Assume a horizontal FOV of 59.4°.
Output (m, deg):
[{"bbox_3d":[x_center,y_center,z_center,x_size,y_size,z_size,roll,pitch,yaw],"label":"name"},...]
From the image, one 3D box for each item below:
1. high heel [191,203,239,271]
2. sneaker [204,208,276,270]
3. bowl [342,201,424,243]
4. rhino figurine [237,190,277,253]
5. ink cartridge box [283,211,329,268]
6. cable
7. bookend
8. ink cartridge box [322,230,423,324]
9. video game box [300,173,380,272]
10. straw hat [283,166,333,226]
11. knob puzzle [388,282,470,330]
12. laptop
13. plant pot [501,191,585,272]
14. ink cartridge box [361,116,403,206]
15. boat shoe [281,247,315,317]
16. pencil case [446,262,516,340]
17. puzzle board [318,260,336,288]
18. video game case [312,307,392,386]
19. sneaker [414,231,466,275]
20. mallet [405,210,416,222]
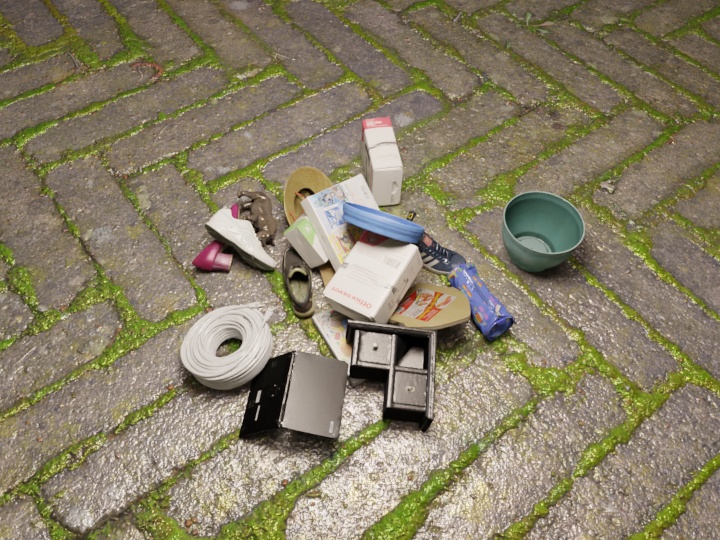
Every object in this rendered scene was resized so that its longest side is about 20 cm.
[{"bbox_3d":[-0.362,-0.091,1.601,0.095,0.068,0.201,10,56,-9],"label":"high heel"},{"bbox_3d":[-0.281,-0.077,1.553,0.200,0.070,0.081,39,64,-13],"label":"sneaker"},{"bbox_3d":[0.050,-0.111,1.468,0.199,0.040,0.201,18,10,-3],"label":"bowl"},{"bbox_3d":[-0.263,-0.127,1.640,0.087,0.060,0.201,-7,57,-18],"label":"rhino figurine"},{"bbox_3d":[-0.087,-0.114,1.591,0.117,0.067,0.200,51,50,-15],"label":"ink cartridge box"},{"bbox_3d":[-0.294,0.167,1.401,0.198,0.069,0.201,-1,50,13],"label":"cable"},{"bbox_3d":[0.057,0.224,1.356,0.198,0.092,0.200,8,60,-2],"label":"bookend"},{"bbox_3d":[0.030,0.019,1.448,0.146,0.083,0.201,24,69,28],"label":"ink cartridge box"},{"bbox_3d":[-0.027,-0.115,1.554,0.182,0.047,0.201,-28,92,-37],"label":"video game box"},{"bbox_3d":[-0.154,-0.166,1.651,0.085,0.201,0.202,-11,39,44],"label":"straw hat"},{"bbox_3d":[0.166,0.095,1.461,0.218,0.031,0.220,-7,25,3],"label":"knob puzzle"},{"bbox_3d":[-0.141,0.274,1.346,0.199,0.103,0.178,-22,43,34],"label":"laptop"},{"bbox_3d":[0.446,-0.081,1.593,0.198,0.135,0.202,1,54,-1],"label":"plant pot"},{"bbox_3d":[0.056,-0.296,1.725,0.084,0.146,0.201,-7,53,-7],"label":"ink cartridge box"},{"bbox_3d":[-0.150,0.017,1.535,0.071,0.066,0.202,-9,54,-9],"label":"boat shoe"},{"bbox_3d":[0.285,0.069,1.505,0.078,0.087,0.201,-22,57,-14],"label":"pencil case"},{"bbox_3d":[0.000,0.000,1.573,0.198,0.017,0.151,-10,44,-11],"label":"puzzle board"},{"bbox_3d":[0.011,0.149,1.473,0.181,0.023,0.200,-24,58,-19],"label":"video game case"},{"bbox_3d":[0.175,-0.054,1.591,0.199,0.085,0.075,18,55,10],"label":"sneaker"},{"bbox_3d":[0.097,-0.057,1.545,0.066,0.041,0.201,26,73,25],"label":"mallet"}]
